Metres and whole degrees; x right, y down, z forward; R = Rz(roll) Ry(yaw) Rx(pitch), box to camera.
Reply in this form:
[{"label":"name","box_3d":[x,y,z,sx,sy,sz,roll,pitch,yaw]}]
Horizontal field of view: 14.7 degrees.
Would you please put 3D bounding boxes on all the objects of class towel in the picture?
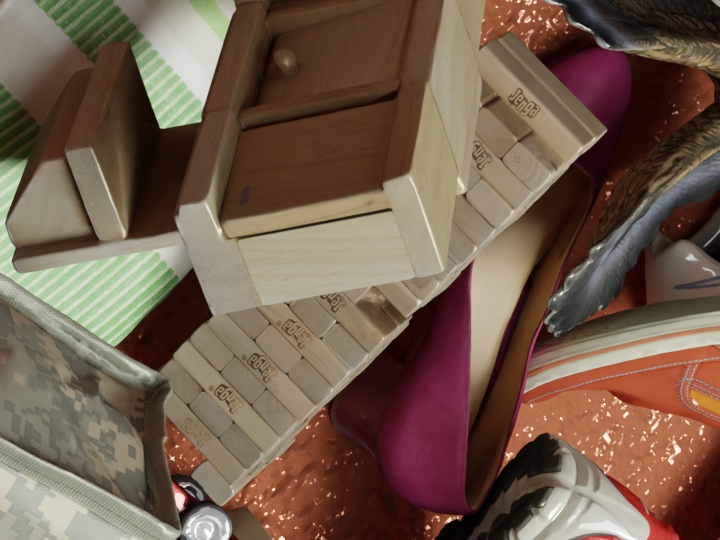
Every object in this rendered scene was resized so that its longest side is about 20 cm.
[{"label":"towel","box_3d":[-0.095,-0.060,1.038,0.200,0.023,0.153,-48,128,-9]}]

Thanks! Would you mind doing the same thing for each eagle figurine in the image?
[{"label":"eagle figurine","box_3d":[0.143,-0.073,1.113,0.199,0.152,0.151,-11,149,-16]}]

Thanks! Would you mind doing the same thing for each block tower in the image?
[{"label":"block tower","box_3d":[0.000,0.000,1.048,0.200,0.058,0.054,-47,175,23]}]

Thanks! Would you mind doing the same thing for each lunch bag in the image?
[{"label":"lunch bag","box_3d":[-0.184,0.064,0.883,0.199,0.118,0.164,33,111,-22]}]

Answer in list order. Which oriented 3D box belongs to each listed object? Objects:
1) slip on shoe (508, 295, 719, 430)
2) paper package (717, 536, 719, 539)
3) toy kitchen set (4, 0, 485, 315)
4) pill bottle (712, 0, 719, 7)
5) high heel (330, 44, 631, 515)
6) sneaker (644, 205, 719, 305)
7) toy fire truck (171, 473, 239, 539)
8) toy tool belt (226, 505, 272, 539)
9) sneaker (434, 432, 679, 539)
[{"label":"slip on shoe","box_3d":[0.150,0.042,1.147,0.074,0.199,0.062,-25,108,-67]},{"label":"paper package","box_3d":[0.258,0.143,1.290,0.200,0.103,0.191,-53,140,-4]},{"label":"toy kitchen set","box_3d":[-0.062,-0.109,0.933,0.162,0.200,0.181,-11,124,15]},{"label":"pill bottle","box_3d":[0.107,-0.197,0.996,0.200,0.120,0.120,40,85,-20]},{"label":"high heel","box_3d":[0.070,0.005,1.127,0.067,0.096,0.201,28,92,-38]},{"label":"sneaker","box_3d":[0.210,-0.014,1.231,0.199,0.074,0.088,-29,118,-22]},{"label":"toy fire truck","box_3d":[-0.151,0.087,1.003,0.141,0.049,0.200,-47,110,-4]},{"label":"toy tool belt","box_3d":[-0.022,0.176,1.074,0.122,0.200,0.125,7,114,-33]},{"label":"sneaker","box_3d":[0.064,0.143,1.131,0.085,0.200,0.077,31,57,-5]}]
